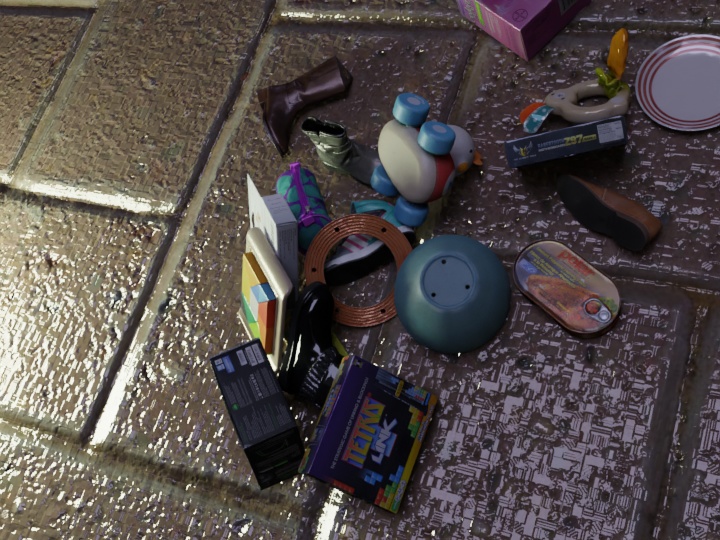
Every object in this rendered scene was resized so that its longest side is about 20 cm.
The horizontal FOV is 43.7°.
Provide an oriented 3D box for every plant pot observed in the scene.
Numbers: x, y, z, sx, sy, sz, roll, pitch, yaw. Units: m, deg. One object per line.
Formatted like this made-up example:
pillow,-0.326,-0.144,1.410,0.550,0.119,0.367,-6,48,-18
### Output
plant pot,0.148,0.029,1.469,0.198,0.135,0.202,-2,79,8

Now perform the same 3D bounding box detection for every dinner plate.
dinner plate,0.586,-0.327,1.574,0.198,0.024,0.202,-9,62,17

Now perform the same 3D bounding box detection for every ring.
ring,0.000,0.000,1.577,0.198,0.019,0.202,0,100,3

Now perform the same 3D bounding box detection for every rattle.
rattle,0.371,-0.329,1.583,0.198,0.143,0.131,2,56,22

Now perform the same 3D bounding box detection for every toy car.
toy car,0.148,-0.201,1.603,0.198,0.185,0.177,-7,43,-30

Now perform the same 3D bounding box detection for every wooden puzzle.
wooden puzzle,-0.176,0.054,1.579,0.037,0.201,0.185,-7,41,-26

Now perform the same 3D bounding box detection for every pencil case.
pencil case,-0.101,-0.114,1.657,0.084,0.093,0.200,-14,36,-8

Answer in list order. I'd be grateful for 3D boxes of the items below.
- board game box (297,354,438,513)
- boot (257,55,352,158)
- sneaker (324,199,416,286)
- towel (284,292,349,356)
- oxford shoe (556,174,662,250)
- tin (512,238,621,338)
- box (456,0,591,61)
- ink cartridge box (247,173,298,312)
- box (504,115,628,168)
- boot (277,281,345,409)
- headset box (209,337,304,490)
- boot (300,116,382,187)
board game box,0.015,0.260,1.430,0.057,0.164,0.201,-21,45,65
boot,-0.102,-0.337,1.825,0.198,0.064,0.188,-20,62,5
sneaker,-0.007,-0.063,1.636,0.199,0.084,0.121,-27,57,9
towel,-0.082,0.134,1.609,0.086,0.018,0.200,-40,59,5
oxford shoe,0.418,-0.106,1.517,0.071,0.072,0.200,-30,53,-29
tin,0.342,0.029,1.485,0.112,0.042,0.200,-46,58,-1
box,0.312,-0.540,1.740,0.176,0.097,0.200,-43,58,-3
ink cartridge box,-0.158,-0.052,1.623,0.043,0.201,0.174,-12,41,-17
box,0.352,-0.218,1.533,0.198,0.158,0.052,-10,93,16
boot,-0.045,0.138,1.519,0.157,0.079,0.213,18,99,33
headset box,-0.164,0.242,1.485,0.092,0.201,0.175,-22,59,-10
boot,-0.016,-0.224,1.690,0.199,0.131,0.068,17,72,27
